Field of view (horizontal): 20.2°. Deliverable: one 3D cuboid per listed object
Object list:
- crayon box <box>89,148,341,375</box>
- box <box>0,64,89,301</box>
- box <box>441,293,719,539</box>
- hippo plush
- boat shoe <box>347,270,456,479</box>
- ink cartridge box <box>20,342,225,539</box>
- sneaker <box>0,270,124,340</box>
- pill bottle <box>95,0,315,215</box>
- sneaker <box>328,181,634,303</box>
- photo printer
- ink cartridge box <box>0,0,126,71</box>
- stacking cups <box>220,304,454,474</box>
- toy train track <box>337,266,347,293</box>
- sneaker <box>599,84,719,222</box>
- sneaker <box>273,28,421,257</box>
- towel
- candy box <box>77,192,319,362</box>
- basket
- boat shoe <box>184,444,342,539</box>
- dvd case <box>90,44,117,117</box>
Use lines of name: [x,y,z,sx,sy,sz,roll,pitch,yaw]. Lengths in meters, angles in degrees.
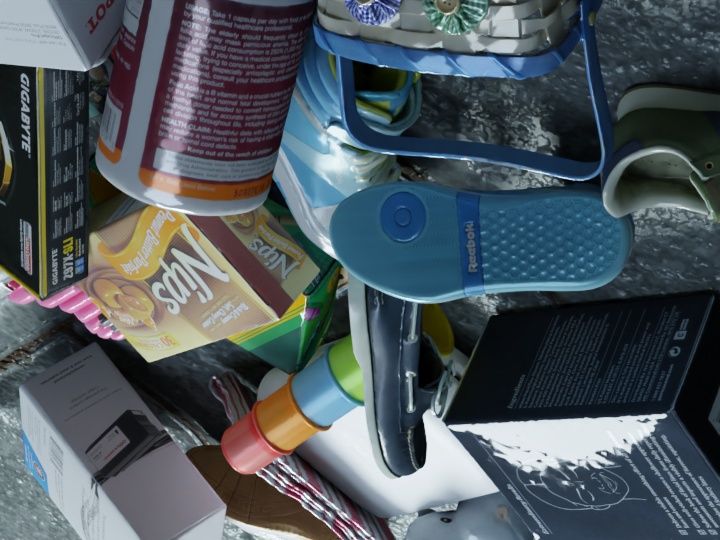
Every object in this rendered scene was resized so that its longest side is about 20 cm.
crayon box: [-0.112,-0.017,1.515,0.199,0.058,0.119,30,148,12]
box: [-0.257,-0.103,1.418,0.159,0.049,0.201,36,136,32]
box: [0.189,0.111,1.453,0.199,0.107,0.149,-7,134,40]
hippo plush: [0.108,0.251,1.670,0.199,0.159,0.161,-36,96,16]
boat shoe: [0.032,0.068,1.403,0.061,0.075,0.201,-4,127,8]
ink cartridge box: [-0.210,0.188,1.774,0.200,0.084,0.145,49,153,23]
sneaker: [-0.218,-0.009,1.615,0.079,0.096,0.199,-26,146,31]
pill bottle: [-0.090,-0.146,1.233,0.113,0.114,0.201,20,113,11]
sneaker: [0.087,-0.020,1.325,0.198,0.080,0.130,5,-175,17]
photo printer: [0.033,0.119,1.608,0.166,0.070,0.199,43,144,-21]
ink cartridge box: [-0.199,-0.242,1.219,0.084,0.145,0.201,8,142,30]
stacking cups: [-0.023,0.084,1.508,0.199,0.061,0.060,-34,116,27]
toy train track: [0.000,0.000,1.505,0.115,0.033,0.200,39,146,-17]
sneaker: [0.232,-0.063,1.202,0.199,0.090,0.067,1,138,34]
sneaker: [0.006,-0.080,1.335,0.130,0.080,0.200,-8,131,43]
towel: [-0.044,0.175,1.696,0.200,0.030,0.146,43,-174,-25]
candy box: [-0.129,-0.006,1.433,0.116,0.055,0.200,48,148,-15]
basket: [0.055,-0.149,1.167,0.175,0.139,0.201,7,132,26]
boat shoe: [-0.074,0.222,1.823,0.199,0.071,0.069,23,148,8]
dvd case: [-0.220,-0.170,1.445,0.199,0.022,0.146,-13,129,44]
